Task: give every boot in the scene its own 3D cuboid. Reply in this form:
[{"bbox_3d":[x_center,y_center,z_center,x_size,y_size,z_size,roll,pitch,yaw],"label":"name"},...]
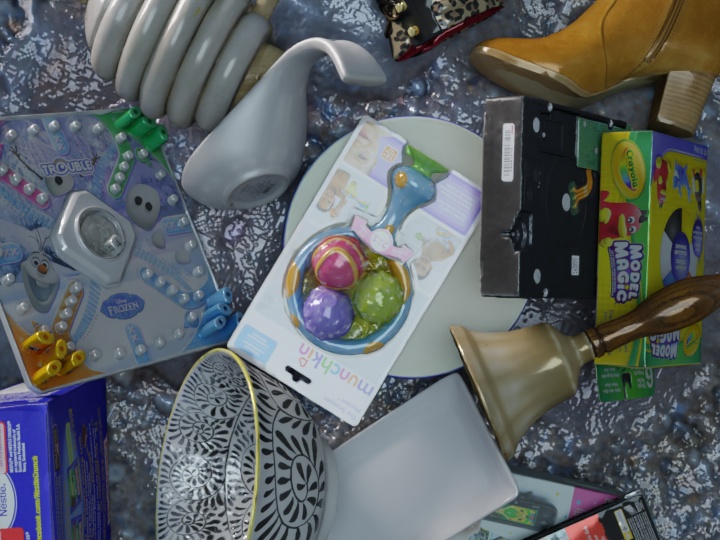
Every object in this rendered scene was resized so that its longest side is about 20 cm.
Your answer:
[{"bbox_3d":[0.005,-0.236,1.042,0.199,0.073,0.152,-26,90,-8],"label":"boot"},{"bbox_3d":[0.195,-0.199,1.056,0.199,0.071,0.146,15,83,-5],"label":"boot"}]

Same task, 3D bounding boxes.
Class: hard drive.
[{"bbox_3d":[0.152,-0.049,0.993,0.038,0.199,0.141,1,90,36],"label":"hard drive"}]

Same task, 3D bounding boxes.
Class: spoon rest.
[{"bbox_3d":[-0.060,-0.107,0.985,0.099,0.200,0.061,-1,62,-42],"label":"spoon rest"}]

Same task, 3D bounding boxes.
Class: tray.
[{"bbox_3d":[0.022,0.175,1.025,0.199,0.022,0.108,-35,66,18],"label":"tray"}]

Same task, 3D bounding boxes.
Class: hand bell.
[{"bbox_3d":[0.172,0.047,0.947,0.198,0.104,0.105,-24,91,1],"label":"hand bell"}]

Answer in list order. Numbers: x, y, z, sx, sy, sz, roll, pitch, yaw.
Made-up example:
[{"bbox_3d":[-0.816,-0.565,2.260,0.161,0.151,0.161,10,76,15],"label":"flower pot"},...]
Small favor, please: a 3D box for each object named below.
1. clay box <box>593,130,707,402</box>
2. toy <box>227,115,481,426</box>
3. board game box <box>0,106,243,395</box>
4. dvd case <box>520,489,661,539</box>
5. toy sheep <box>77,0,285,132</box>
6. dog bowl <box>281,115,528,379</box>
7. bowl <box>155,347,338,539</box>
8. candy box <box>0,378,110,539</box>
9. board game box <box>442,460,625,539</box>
[{"bbox_3d":[0.224,0.000,1.026,0.047,0.114,0.202,0,89,35],"label":"clay box"},{"bbox_3d":[0.000,0.000,0.971,0.115,0.047,0.201,31,88,0],"label":"toy"},{"bbox_3d":[-0.188,-0.027,0.970,0.026,0.199,0.202,-29,80,39],"label":"board game box"},{"bbox_3d":[0.148,0.271,1.006,0.198,0.022,0.147,-23,90,-4],"label":"dvd case"},{"bbox_3d":[-0.137,-0.177,1.008,0.198,0.138,0.139,24,89,-1],"label":"toy sheep"},{"bbox_3d":[0.037,-0.017,1.036,0.198,0.079,0.202,0,90,-2],"label":"dog bowl"},{"bbox_3d":[-0.076,0.165,0.995,0.093,0.200,0.203,10,89,-27],"label":"bowl"},{"bbox_3d":[-0.232,0.169,0.963,0.076,0.200,0.171,-3,90,1],"label":"candy box"},{"bbox_3d":[0.121,0.259,1.046,0.146,0.064,0.202,12,89,-1],"label":"board game box"}]
